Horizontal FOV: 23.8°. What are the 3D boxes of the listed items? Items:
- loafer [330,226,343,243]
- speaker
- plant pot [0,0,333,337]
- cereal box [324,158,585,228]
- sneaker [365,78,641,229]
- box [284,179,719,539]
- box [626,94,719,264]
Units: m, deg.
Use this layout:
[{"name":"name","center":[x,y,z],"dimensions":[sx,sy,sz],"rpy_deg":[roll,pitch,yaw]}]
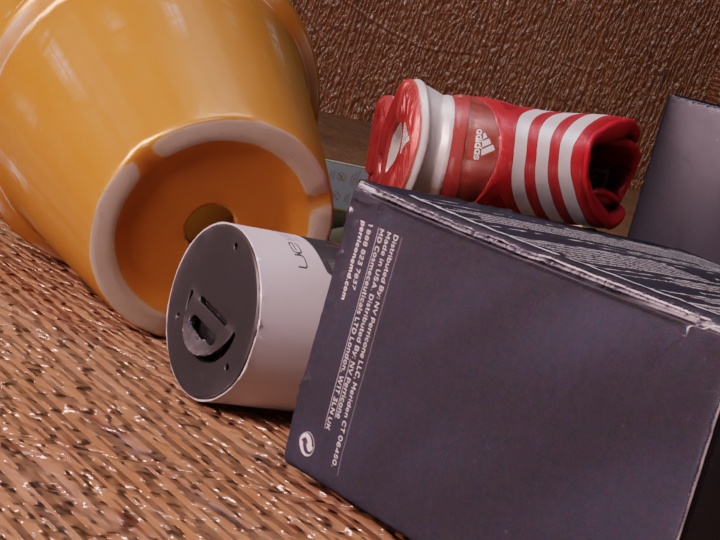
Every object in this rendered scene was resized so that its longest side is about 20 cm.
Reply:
[{"name":"loafer","center":[0.000,0.000,1.022],"dimensions":[0.200,0.069,0.076],"rpy_deg":[23,11,42]},{"name":"speaker","center":[0.012,0.032,0.795],"dimensions":[0.199,0.082,0.081],"rpy_deg":[10,10,-35]},{"name":"plant pot","center":[-0.102,-0.063,0.898],"dimensions":[0.200,0.201,0.183],"rpy_deg":[12,25,-28]},{"name":"cereal box","center":[0.051,-0.015,1.098],"dimensions":[0.199,0.040,0.144],"rpy_deg":[13,-18,15]},{"name":"sneaker","center":[0.061,-0.038,0.785],"dimensions":[0.115,0.079,0.200],"rpy_deg":[10,3,-4]},{"name":"box","center":[0.113,0.060,0.642],"dimensions":[0.199,0.124,0.198],"rpy_deg":[10,9,-39]},{"name":"box","center":[0.364,-0.067,1.742],"dimensions":[0.117,0.197,0.200],"rpy_deg":[19,9,23]}]
